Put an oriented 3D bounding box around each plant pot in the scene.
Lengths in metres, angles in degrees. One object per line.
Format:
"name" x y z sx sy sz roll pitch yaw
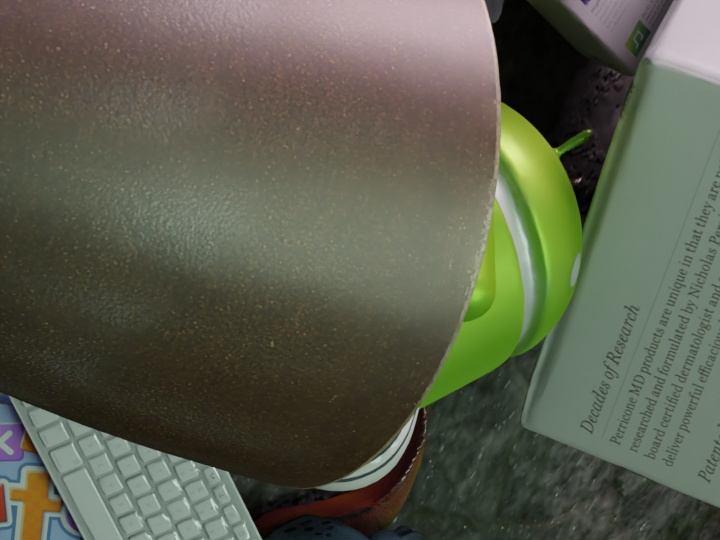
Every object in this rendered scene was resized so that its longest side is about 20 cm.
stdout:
"plant pot" -0.092 -0.038 0.835 0.199 0.187 0.188 9 105 -32

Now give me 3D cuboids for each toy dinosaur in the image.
"toy dinosaur" -0.052 0.140 1.179 0.181 0.200 0.105 14 128 -22

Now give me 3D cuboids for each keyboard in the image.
"keyboard" -0.059 0.108 0.995 0.056 0.011 0.201 -24 116 0

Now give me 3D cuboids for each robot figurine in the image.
"robot figurine" 0.000 0.000 1.086 0.199 0.116 0.176 -26 168 -28

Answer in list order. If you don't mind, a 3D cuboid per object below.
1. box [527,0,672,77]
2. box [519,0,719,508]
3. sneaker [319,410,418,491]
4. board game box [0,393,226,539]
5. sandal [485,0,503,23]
"box" 0.096 -0.186 1.167 0.145 0.036 0.200 -59 144 -5
"box" 0.174 -0.037 1.180 0.199 0.130 0.201 -59 168 -51
"sneaker" 0.000 -0.031 0.975 0.079 0.078 0.201 73 19 -66
"board game box" -0.132 0.130 1.019 0.150 0.037 0.201 4 112 -10
"sandal" 0.047 -0.181 1.024 0.075 0.048 0.201 38 46 -57
